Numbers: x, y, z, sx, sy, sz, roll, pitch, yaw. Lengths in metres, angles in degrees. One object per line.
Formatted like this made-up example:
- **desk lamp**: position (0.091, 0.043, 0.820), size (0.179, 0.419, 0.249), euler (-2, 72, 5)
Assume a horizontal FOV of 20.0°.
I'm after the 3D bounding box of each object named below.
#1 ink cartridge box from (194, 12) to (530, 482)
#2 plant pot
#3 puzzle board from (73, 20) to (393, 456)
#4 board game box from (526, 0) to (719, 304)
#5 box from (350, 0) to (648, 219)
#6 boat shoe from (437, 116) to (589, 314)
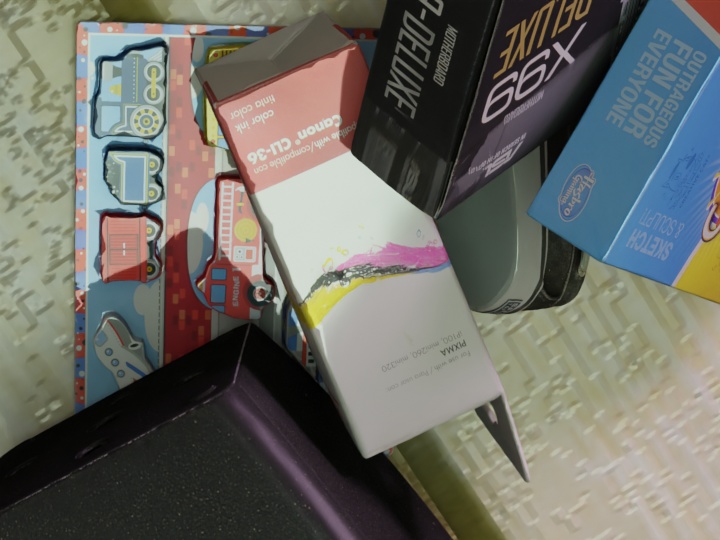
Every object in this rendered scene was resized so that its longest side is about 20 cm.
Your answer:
- **ink cartridge box**: position (0.000, 0.000, 0.869), size (0.067, 0.117, 0.201), euler (-24, 105, -2)
- **plant pot**: position (-0.067, 0.140, 0.869), size (0.198, 0.200, 0.178), euler (-28, 99, 6)
- **puzzle board**: position (-0.055, -0.011, 0.928), size (0.149, 0.017, 0.202), euler (1, 104, -6)
- **board game box**: position (0.161, -0.064, 0.858), size (0.040, 0.200, 0.154), euler (34, 100, 28)
- **box**: position (0.088, -0.130, 0.777), size (0.050, 0.200, 0.158), euler (37, 139, 21)
- **boat shoe**: position (0.072, -0.082, 0.905), size (0.063, 0.070, 0.202), euler (-2, 97, -39)
